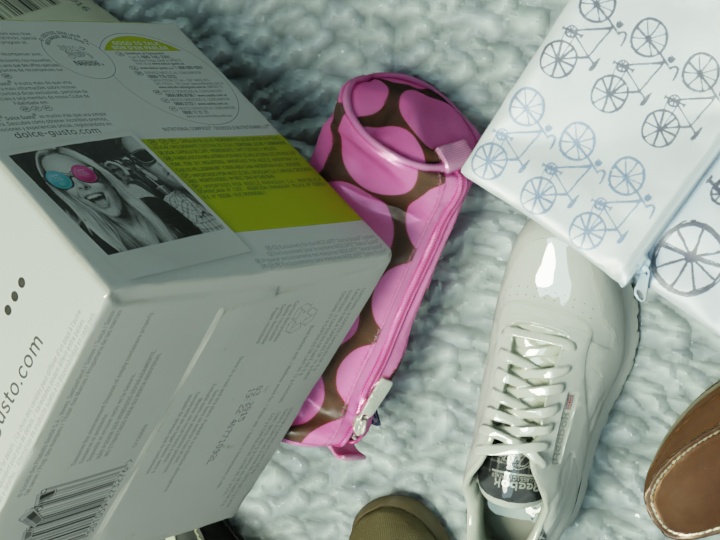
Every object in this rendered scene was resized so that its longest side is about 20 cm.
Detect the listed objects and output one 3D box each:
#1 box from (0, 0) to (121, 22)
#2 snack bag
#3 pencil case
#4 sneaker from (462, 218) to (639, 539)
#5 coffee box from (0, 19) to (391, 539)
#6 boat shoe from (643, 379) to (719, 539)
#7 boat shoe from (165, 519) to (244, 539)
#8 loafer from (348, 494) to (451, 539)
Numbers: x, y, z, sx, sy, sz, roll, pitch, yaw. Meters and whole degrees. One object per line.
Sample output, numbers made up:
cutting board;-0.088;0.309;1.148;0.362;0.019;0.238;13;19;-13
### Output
box;-0.240;-0.077;1.017;0.109;0.128;0.200;37;120;10
snack bag;0.176;-0.068;0.853;0.200;0.021;0.189;37;104;10
pencil case;0.000;0.000;0.953;0.094;0.090;0.201;48;128;42
sneaker;0.093;0.067;0.935;0.076;0.080;0.201;13;112;23
coffee box;-0.147;0.010;0.894;0.198;0.200;0.200;46;121;25
boat shoe;0.216;0.079;0.882;0.200;0.072;0.076;-39;89;31
boat shoe;-0.044;0.207;1.050;0.068;0.072;0.200;-44;67;14
loafer;0.050;0.225;1.018;0.076;0.067;0.200;-37;90;31
